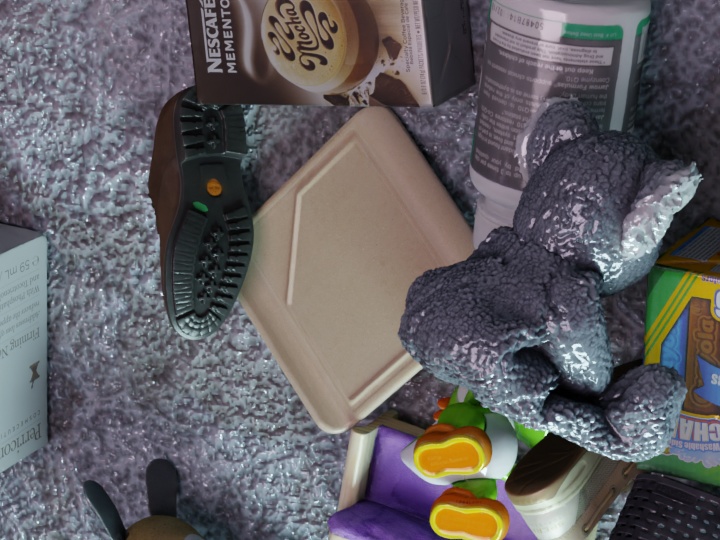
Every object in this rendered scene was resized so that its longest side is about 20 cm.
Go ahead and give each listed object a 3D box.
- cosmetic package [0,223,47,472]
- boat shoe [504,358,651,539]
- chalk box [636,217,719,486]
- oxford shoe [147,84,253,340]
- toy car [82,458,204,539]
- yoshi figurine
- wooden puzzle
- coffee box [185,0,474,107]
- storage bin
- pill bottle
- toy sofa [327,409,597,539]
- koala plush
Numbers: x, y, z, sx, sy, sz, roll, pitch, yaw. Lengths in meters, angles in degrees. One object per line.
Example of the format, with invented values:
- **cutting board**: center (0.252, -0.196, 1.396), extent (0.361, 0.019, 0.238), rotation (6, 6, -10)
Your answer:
- **cosmetic package**: center (-0.376, 0.067, 1.943), extent (0.166, 0.167, 0.200), rotation (12, 113, 24)
- **boat shoe**: center (0.174, 0.130, 1.650), extent (0.072, 0.200, 0.065), rotation (-12, 112, 41)
- **chalk box**: center (0.273, 0.081, 1.618), extent (0.124, 0.125, 0.200), rotation (11, 111, 25)
- **oxford shoe**: center (-0.131, -0.045, 1.818), extent (0.084, 0.073, 0.200), rotation (-4, 81, 60)
- **toy car**: center (-0.146, 0.247, 1.895), extent (0.158, 0.164, 0.200), rotation (-37, 75, 33)
- **yoshi figurine**: center (0.110, 0.118, 1.683), extent (0.112, 0.200, 0.112), rotation (38, 116, 0)
- **wooden puzzle**: center (0.000, 0.000, 1.783), extent (0.200, 0.037, 0.185), rotation (-41, 74, 28)
- **coffee box**: center (-0.025, -0.184, 1.717), extent (0.200, 0.080, 0.113), rotation (2, 108, 28)
- **storage bin**: center (0.249, 0.237, 1.639), extent (0.135, 0.094, 0.200), rotation (19, 158, 22)
- **pill bottle**: center (0.138, -0.106, 1.635), extent (0.113, 0.113, 0.200), rotation (16, 113, 23)
- **toy sofa**: center (0.079, 0.186, 1.776), extent (0.200, 0.098, 0.083), rotation (19, 113, 22)
- **koala plush**: center (0.137, -0.006, 1.515), extent (0.177, 0.184, 0.200), rotation (42, 109, 50)
